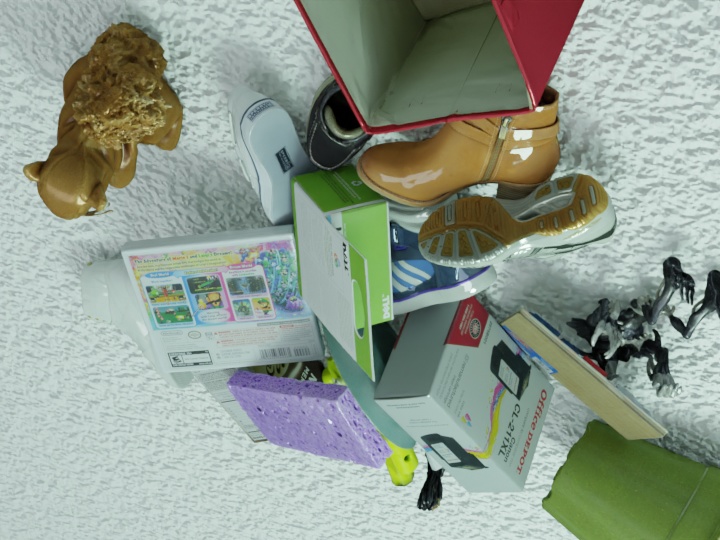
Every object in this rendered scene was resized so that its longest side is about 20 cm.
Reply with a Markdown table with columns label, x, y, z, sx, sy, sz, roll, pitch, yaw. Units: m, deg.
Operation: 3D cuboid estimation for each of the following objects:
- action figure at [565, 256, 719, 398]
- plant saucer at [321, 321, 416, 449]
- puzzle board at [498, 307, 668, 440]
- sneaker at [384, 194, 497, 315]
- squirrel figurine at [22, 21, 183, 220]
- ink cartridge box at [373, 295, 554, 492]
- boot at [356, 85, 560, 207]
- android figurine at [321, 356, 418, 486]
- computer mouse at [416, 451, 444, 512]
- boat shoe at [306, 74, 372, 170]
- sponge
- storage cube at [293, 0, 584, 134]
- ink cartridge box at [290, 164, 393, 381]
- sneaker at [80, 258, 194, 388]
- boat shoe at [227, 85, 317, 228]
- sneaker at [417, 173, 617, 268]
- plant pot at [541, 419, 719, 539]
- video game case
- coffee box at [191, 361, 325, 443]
| label | x | y | z | sx | sy | sz | roll | pitch | yaw |
| --- | --- | --- | --- | --- | --- | --- | --- | --- | --- |
| action figure | 0.292 | 0.069 | 1.412 | 0.118 | 0.102 | 0.200 | 25 | 141 | -16 |
| plant saucer | 0.025 | 0.107 | 1.555 | 0.039 | 0.201 | 0.201 | -31 | 118 | 15 |
| puzzle board | 0.239 | 0.113 | 1.480 | 0.200 | 0.017 | 0.151 | 41 | 172 | 3 |
| sneaker | 0.051 | -0.036 | 1.466 | 0.200 | 0.080 | 0.147 | -11 | 111 | 53 |
| squirrel figurine | -0.275 | -0.152 | 1.419 | 0.141 | 0.187 | 0.200 | 30 | 141 | -3 |
| ink cartridge box | 0.122 | 0.138 | 1.526 | 0.082 | 0.146 | 0.200 | -9 | 137 | 41 |
| boot | 0.095 | -0.129 | 1.313 | 0.199 | 0.077 | 0.156 | 13 | 146 | 8 |
| android figurine | 0.011 | 0.175 | 1.676 | 0.182 | 0.041 | 0.201 | 40 | 157 | 49 |
| computer mouse | 0.093 | 0.205 | 1.688 | 0.044 | 0.110 | 0.201 | 10 | 130 | 8 |
| boat shoe | -0.013 | -0.159 | 1.359 | 0.072 | 0.065 | 0.200 | 31 | 142 | -7 |
| sponge | -0.062 | 0.170 | 1.569 | 0.199 | 0.030 | 0.112 | 4 | 137 | 47 |
| storage cube | 0.069 | -0.246 | 1.127 | 0.170 | 0.180 | 0.201 | -4 | 131 | 33 |
| ink cartridge box | 0.000 | 0.000 | 1.402 | 0.200 | 0.075 | 0.149 | -133 | 34 | -53 |
| sneaker | -0.293 | 0.066 | 1.770 | 0.115 | 0.074 | 0.201 | 1 | 125 | 31 |
| boat shoe | -0.095 | -0.123 | 1.455 | 0.065 | 0.073 | 0.201 | 45 | 159 | 32 |
| sneaker | 0.156 | -0.032 | 1.331 | 0.199 | 0.076 | 0.088 | -10 | 154 | 26 |
| plant pot | 0.320 | 0.272 | 1.575 | 0.189 | 0.200 | 0.201 | 32 | 143 | 15 |
| video game case | -0.153 | 0.035 | 1.542 | 0.199 | 0.024 | 0.183 | -5 | 126 | 10 |
| coffee box | -0.140 | 0.107 | 1.689 | 0.079 | 0.113 | 0.200 | -14 | 127 | 37 |
